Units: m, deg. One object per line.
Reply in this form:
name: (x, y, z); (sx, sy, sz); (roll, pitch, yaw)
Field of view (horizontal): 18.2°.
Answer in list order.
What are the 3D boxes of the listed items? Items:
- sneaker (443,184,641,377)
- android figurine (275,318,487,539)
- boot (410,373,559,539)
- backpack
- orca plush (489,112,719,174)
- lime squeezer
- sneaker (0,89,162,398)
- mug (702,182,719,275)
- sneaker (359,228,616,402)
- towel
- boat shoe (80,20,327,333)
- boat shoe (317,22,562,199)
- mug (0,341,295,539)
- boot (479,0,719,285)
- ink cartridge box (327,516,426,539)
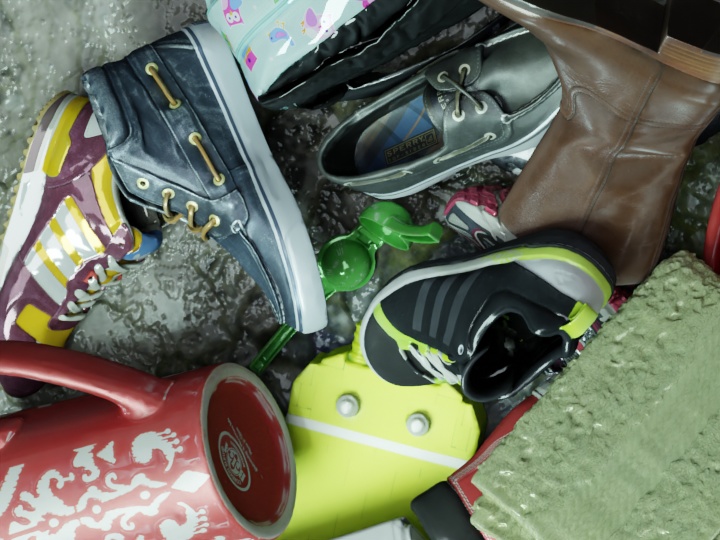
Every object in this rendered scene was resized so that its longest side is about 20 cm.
sneaker: (0.126, 0.025, 1.335); (0.200, 0.081, 0.075); (42, 112, 2)
android figurine: (0.008, 0.129, 1.403); (0.182, 0.041, 0.200); (16, 105, 9)
boot: (0.127, 0.181, 1.308); (0.144, 0.072, 0.200); (-42, 90, -4)
backpack: (0.006, -0.178, 1.295); (0.200, 0.167, 0.127); (-33, 77, 24)
orca plush: (0.170, -0.092, 1.325); (0.200, 0.071, 0.105); (-26, 50, 11)
lime squeezer: (0.000, 0.000, 1.370); (0.038, 0.071, 0.200); (23, 142, -26)
sneaker: (-0.174, -0.007, 1.399); (0.090, 0.075, 0.200); (18, 105, 14)
mug: (0.268, -0.019, 1.233); (0.177, 0.134, 0.200); (-25, 114, 11)
sneaker: (0.060, 0.037, 1.275); (0.072, 0.083, 0.200); (39, 142, -20)
towel: (0.165, 0.096, 1.239); (0.148, 0.036, 0.200); (37, 86, 31)
boat shoe: (-0.093, -0.044, 1.340); (0.091, 0.071, 0.201); (-22, 84, -11)
boat shoe: (0.058, -0.093, 1.297); (0.200, 0.057, 0.069); (-29, 71, 37)
mug: (-0.161, 0.125, 1.348); (0.200, 0.177, 0.134); (-16, 58, 25)
boot: (0.101, -0.084, 1.224); (0.186, 0.064, 0.200); (24, 140, 3)
ink cartridge box: (-0.040, 0.250, 1.336); (0.200, 0.085, 0.146); (-20, 52, 14)
